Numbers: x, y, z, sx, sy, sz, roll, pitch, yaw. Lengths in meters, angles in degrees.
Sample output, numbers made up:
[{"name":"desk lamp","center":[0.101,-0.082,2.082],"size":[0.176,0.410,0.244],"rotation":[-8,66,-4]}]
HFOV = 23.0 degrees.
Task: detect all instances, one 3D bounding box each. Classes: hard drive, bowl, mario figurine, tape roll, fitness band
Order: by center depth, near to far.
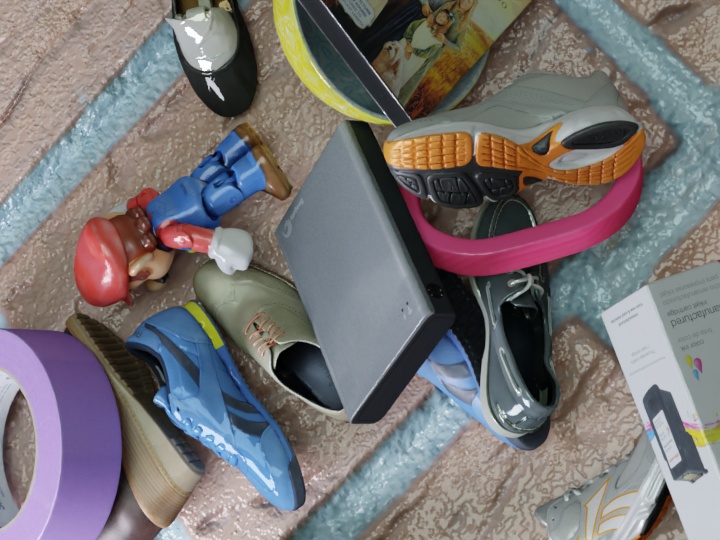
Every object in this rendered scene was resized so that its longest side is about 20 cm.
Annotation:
[{"name":"fitness band","center":[0.126,-0.070,1.410],"size":[0.198,0.038,0.145],"rotation":[-16,52,1]},{"name":"hard drive","center":[0.000,0.000,1.414],"size":[0.140,0.033,0.201],"rotation":[-56,44,39]},{"name":"bowl","center":[0.001,-0.213,1.451],"size":[0.107,0.198,0.203],"rotation":[-9,80,58]},{"name":"tape roll","center":[-0.287,0.150,1.488],"size":[0.199,0.065,0.203],"rotation":[-3,85,43]},{"name":"mario figurine","center":[-0.151,-0.032,1.501],"size":[0.199,0.123,0.107],"rotation":[-34,96,-2]}]

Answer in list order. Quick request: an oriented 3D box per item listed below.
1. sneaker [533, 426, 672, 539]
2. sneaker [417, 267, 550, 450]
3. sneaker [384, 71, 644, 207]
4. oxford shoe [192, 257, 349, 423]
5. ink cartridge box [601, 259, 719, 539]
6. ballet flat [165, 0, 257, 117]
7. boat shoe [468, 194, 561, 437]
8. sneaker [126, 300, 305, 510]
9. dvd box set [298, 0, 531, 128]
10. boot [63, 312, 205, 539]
[{"name":"sneaker","center":[0.188,0.187,1.395],"size":[0.091,0.076,0.201],"rotation":[27,91,20]},{"name":"sneaker","center":[0.076,0.070,1.449],"size":[0.201,0.066,0.078],"rotation":[50,138,2]},{"name":"sneaker","center":[0.114,-0.109,1.372],"size":[0.198,0.076,0.093],"rotation":[-5,44,-7]},{"name":"oxford shoe","center":[-0.067,0.052,1.474],"size":[0.199,0.074,0.071],"rotation":[35,97,16]},{"name":"ink cartridge box","center":[0.292,0.095,1.336],"size":[0.144,0.083,0.202],"rotation":[-17,79,-22]},{"name":"ballet flat","center":[-0.140,-0.231,1.523],"size":[0.067,0.068,0.202],"rotation":[-16,81,13]},{"name":"boat shoe","center":[0.130,0.029,1.405],"size":[0.072,0.062,0.202],"rotation":[9,70,-24]},{"name":"sneaker","center":[-0.122,0.123,1.467],"size":[0.078,0.066,0.201],"rotation":[-29,77,-26]},{"name":"dvd box set","center":[0.054,-0.229,1.406],"size":[0.200,0.029,0.147],"rotation":[-48,110,-26]},{"name":"boot","center":[-0.239,0.157,1.515],"size":[0.166,0.072,0.201],"rotation":[-43,68,14]}]
